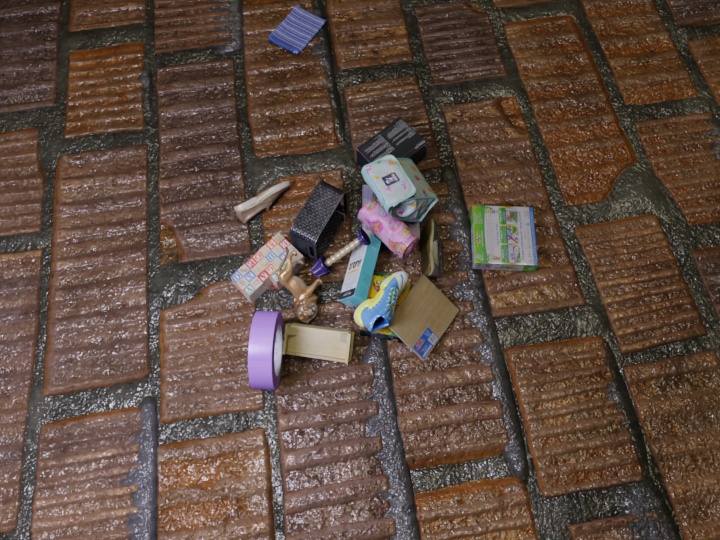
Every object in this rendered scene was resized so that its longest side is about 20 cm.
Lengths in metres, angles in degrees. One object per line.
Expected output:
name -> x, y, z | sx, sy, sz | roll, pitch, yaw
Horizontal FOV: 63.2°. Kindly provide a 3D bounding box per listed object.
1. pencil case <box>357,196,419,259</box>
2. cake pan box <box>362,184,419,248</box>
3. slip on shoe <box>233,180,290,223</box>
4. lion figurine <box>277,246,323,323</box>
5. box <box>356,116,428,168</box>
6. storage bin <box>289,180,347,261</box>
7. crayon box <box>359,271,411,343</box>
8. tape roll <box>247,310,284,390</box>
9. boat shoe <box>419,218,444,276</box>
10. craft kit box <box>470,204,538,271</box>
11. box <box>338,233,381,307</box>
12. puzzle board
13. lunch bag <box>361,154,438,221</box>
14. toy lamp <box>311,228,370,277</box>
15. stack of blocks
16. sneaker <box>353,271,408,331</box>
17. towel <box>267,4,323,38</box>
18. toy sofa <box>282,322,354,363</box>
pencil case -> 0.082, -0.125, 1.729 | 0.199, 0.088, 0.087 | 42, 71, 17
cake pan box -> 0.093, -0.170, 1.819 | 0.178, 0.053, 0.206 | -1, 65, 2
slip on shoe -> -0.301, -0.219, 1.840 | 0.197, 0.075, 0.062 | -33, 108, -23
lion figurine -> -0.184, 0.043, 1.685 | 0.122, 0.072, 0.200 | -44, 91, -10
box -> 0.102, -0.382, 1.902 | 0.198, 0.080, 0.141 | -38, 67, -16
storage bin -> -0.123, -0.148, 1.760 | 0.092, 0.136, 0.203 | 25, 67, 12
crayon box -> 0.074, 0.095, 1.695 | 0.123, 0.051, 0.206 | 9, 65, 5
tape roll -> -0.249, 0.211, 1.557 | 0.063, 0.202, 0.206 | 2, 64, 0
boat shoe -> 0.219, -0.064, 1.764 | 0.063, 0.073, 0.205 | 19, 55, -18
craft kit box -> 0.436, -0.100, 1.789 | 0.190, 0.049, 0.206 | 4, 65, -1
box -> 0.000, 0.000, 1.716 | 0.048, 0.081, 0.205 | 28, 63, -27
puzzle board -> 0.177, 0.132, 1.662 | 0.150, 0.017, 0.201 | 43, 61, -3
lunch bag -> 0.108, -0.240, 1.716 | 0.196, 0.122, 0.173 | -2, 53, -46
toy lamp -> -0.062, -0.047, 1.716 | 0.198, 0.058, 0.059 | -35, 64, 19
stack of blocks -> -0.272, 0.001, 1.734 | 0.115, 0.059, 0.200 | 40, 71, 17
sneaker -> 0.078, 0.095, 1.611 | 0.200, 0.076, 0.105 | -44, 43, -6
towel -> -0.237, -0.895, 2.173 | 0.142, 0.024, 0.202 | 29, 68, 12
toy sofa -> -0.117, 0.202, 1.638 | 0.193, 0.098, 0.086 | 7, 89, 3
